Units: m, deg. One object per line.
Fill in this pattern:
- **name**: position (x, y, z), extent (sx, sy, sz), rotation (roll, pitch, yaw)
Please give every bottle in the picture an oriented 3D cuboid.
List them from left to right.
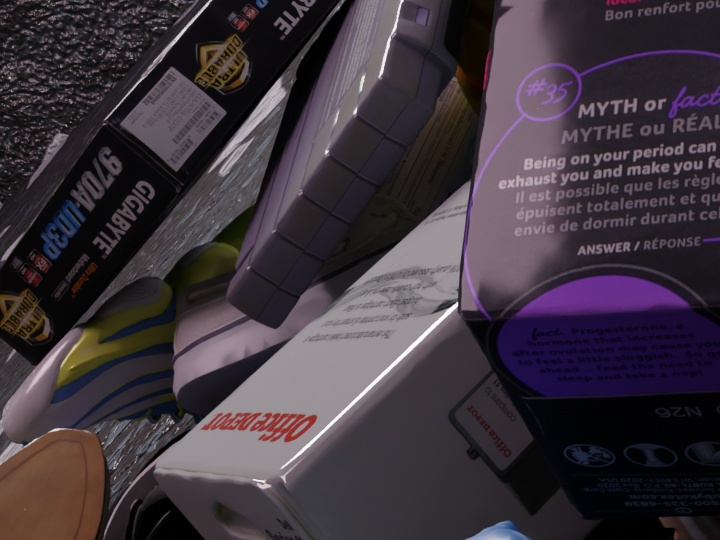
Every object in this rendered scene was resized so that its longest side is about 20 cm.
- **bottle**: position (0.010, -0.013, 1.031), extent (0.084, 0.065, 0.201), rotation (79, -146, -63)

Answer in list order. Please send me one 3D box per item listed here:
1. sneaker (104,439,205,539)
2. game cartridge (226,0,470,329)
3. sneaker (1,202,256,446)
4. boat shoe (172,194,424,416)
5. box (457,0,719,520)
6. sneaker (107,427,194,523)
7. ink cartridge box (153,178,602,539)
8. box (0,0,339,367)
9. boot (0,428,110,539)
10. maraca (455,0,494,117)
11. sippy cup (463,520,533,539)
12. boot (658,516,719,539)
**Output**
- **sneaker**: position (-0.070, 0.106, 0.858), extent (0.099, 0.071, 0.199), rotation (-21, -2, -43)
- **game cartridge**: position (0.002, -0.078, 0.910), extent (0.130, 0.038, 0.201), rotation (-48, 16, 31)
- **sneaker**: position (-0.072, 0.046, 1.044), extent (0.200, 0.105, 0.076), rotation (-37, -2, -28)
- **boat shoe**: position (0.000, 0.000, 0.939), extent (0.199, 0.071, 0.070), rotation (-24, 58, 30)
- **box**: position (0.104, -0.051, 0.539), extent (0.121, 0.106, 0.202), rotation (-3, 59, 21)
- **sneaker**: position (-0.061, 0.096, 0.988), extent (0.200, 0.070, 0.078), rotation (-32, 18, 48)
- **ink cartridge box**: position (0.044, 0.032, 0.708), extent (0.200, 0.083, 0.146), rotation (-41, 10, -16)
- **box**: position (-0.093, -0.057, 1.003), extent (0.159, 0.046, 0.200), rotation (-53, 5, -37)
- **boot**: position (-0.134, 0.182, 0.852), extent (0.070, 0.147, 0.201), rotation (4, 41, 24)
- **maraca**: position (0.101, -0.126, 0.944), extent (0.200, 0.106, 0.138), rotation (125, 139, -56)
- **sippy cup**: position (0.018, 0.135, 0.507), extent (0.130, 0.140, 0.178), rotation (-40, 51, -6)
- **boot**: position (0.143, -0.009, 0.598), extent (0.107, 0.075, 0.201), rotation (-18, 35, 51)
